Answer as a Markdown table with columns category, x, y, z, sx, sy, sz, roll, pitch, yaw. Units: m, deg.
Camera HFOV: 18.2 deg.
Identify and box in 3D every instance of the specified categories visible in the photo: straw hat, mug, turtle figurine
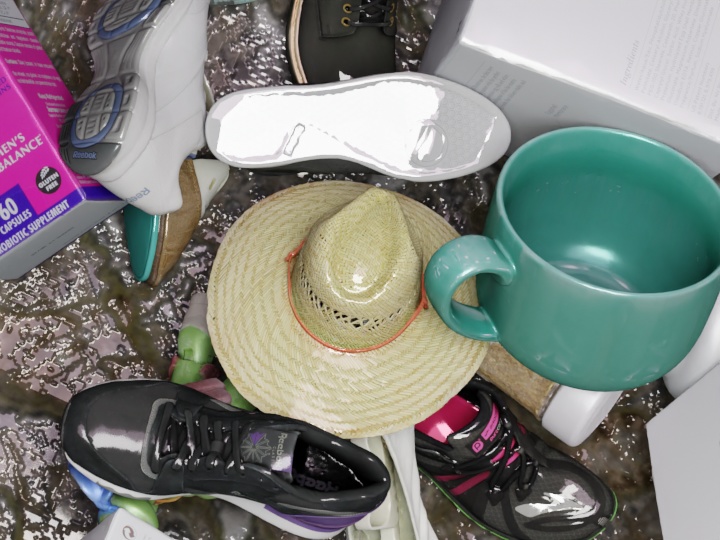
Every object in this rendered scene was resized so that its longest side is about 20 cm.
| category | x | y | z | sx | sy | sz | roll | pitch | yaw |
| --- | --- | --- | --- | --- | --- | --- | --- | --- | --- |
| straw hat | 0.000 | 0.000 | 1.413 | 0.200 | 0.085 | 0.202 | 5 | 55 | -7 |
| mug | 0.134 | -0.002 | 1.420 | 0.184 | 0.115 | 0.152 | 12 | 45 | 0 |
| turtle figurine | -0.090 | 0.123 | 1.460 | 0.200 | 0.144 | 0.195 | 34 | 59 | -15 |

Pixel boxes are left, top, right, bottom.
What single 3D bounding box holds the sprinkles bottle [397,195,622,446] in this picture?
| category | x | y | z | sx | sy | sz | roll | pitch | yaw |
| --- | --- | --- | --- | --- | --- | --- | --- | --- | --- |
| sprinkles bottle | 0.084 | 0.033 | 1.503 | 0.200 | 0.068 | 0.068 | 37 | 76 | 15 |

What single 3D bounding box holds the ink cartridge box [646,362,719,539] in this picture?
| category | x | y | z | sx | sy | sz | roll | pitch | yaw |
| --- | --- | --- | --- | --- | --- | --- | --- | --- | --- |
| ink cartridge box | 0.306 | 0.123 | 1.430 | 0.146 | 0.200 | 0.146 | 30 | 34 | -24 |

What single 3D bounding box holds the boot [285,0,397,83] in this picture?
| category | x | y | z | sx | sy | sz | roll | pitch | yaw |
| --- | --- | --- | --- | --- | --- | --- | --- | --- | --- |
| boot | 0.005 | -0.183 | 1.508 | 0.077 | 0.138 | 0.201 | -12 | 90 | -25 |

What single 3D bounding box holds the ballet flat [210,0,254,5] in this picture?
| category | x | y | z | sx | sy | sz | roll | pitch | yaw |
| --- | --- | --- | --- | --- | --- | --- | --- | --- | --- |
| ballet flat | -0.139 | -0.225 | 1.535 | 0.199 | 0.071 | 0.070 | 7 | 74 | -9 |

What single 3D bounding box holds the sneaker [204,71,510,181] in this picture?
| category | x | y | z | sx | sy | sz | roll | pitch | yaw |
| --- | --- | --- | --- | --- | --- | --- | --- | --- | --- |
| sneaker | -0.003 | -0.096 | 1.493 | 0.199 | 0.099 | 0.071 | 0 | 94 | -3 |

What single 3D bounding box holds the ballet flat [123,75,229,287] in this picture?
| category | x | y | z | sx | sy | sz | roll | pitch | yaw |
| --- | --- | --- | --- | --- | --- | --- | --- | --- | --- |
| ballet flat | -0.128 | -0.089 | 1.524 | 0.072 | 0.068 | 0.201 | -3 | 76 | -29 |

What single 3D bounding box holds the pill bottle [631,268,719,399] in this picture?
| category | x | y | z | sx | sy | sz | roll | pitch | yaw |
| --- | --- | --- | --- | --- | --- | --- | --- | --- | --- |
| pill bottle | 0.270 | 0.044 | 1.534 | 0.199 | 0.111 | 0.111 | 10 | 78 | -7 |

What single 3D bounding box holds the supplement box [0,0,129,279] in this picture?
| category | x | y | z | sx | sy | sz | roll | pitch | yaw |
| --- | --- | --- | --- | --- | --- | --- | --- | --- | --- |
| supplement box | -0.252 | -0.104 | 1.465 | 0.101 | 0.103 | 0.201 | -33 | 84 | 11 |

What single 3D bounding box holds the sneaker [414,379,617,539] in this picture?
| category | x | y | z | sx | sy | sz | roll | pitch | yaw |
| --- | --- | --- | --- | --- | --- | --- | --- | --- | --- |
| sneaker | 0.081 | 0.123 | 1.501 | 0.199 | 0.084 | 0.077 | 30 | 77 | -3 |

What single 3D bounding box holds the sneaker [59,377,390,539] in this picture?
| category | x | y | z | sx | sy | sz | roll | pitch | yaw |
| --- | --- | --- | --- | --- | --- | --- | --- | --- | --- |
| sneaker | -0.076 | 0.102 | 1.339 | 0.199 | 0.088 | 0.076 | 15 | 70 | -20 |

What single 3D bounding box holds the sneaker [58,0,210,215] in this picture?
| category | x | y | z | sx | sy | sz | roll | pitch | yaw |
| --- | --- | --- | --- | --- | --- | --- | --- | --- | --- |
| sneaker | -0.134 | -0.120 | 1.461 | 0.087 | 0.074 | 0.201 | 47 | 45 | -37 |

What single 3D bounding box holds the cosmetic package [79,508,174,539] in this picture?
| category | x | y | z | sx | sy | sz | roll | pitch | yaw |
| --- | --- | --- | --- | --- | --- | --- | --- | --- | --- |
| cosmetic package | -0.102 | 0.242 | 1.378 | 0.200 | 0.113 | 0.081 | 33 | 51 | -13 |

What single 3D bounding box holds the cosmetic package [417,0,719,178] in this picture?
| category | x | y | z | sx | sy | sz | roll | pitch | yaw |
| --- | --- | --- | --- | --- | --- | --- | --- | --- | --- |
| cosmetic package | 0.153 | -0.144 | 1.503 | 0.199 | 0.199 | 0.124 | 19 | 77 | -6 |

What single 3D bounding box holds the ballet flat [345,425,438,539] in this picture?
| category | x | y | z | sx | sy | sz | roll | pitch | yaw |
| --- | --- | --- | --- | --- | --- | --- | --- | --- | --- |
| ballet flat | 0.013 | 0.169 | 1.463 | 0.069 | 0.069 | 0.201 | -12 | 103 | -11 |
